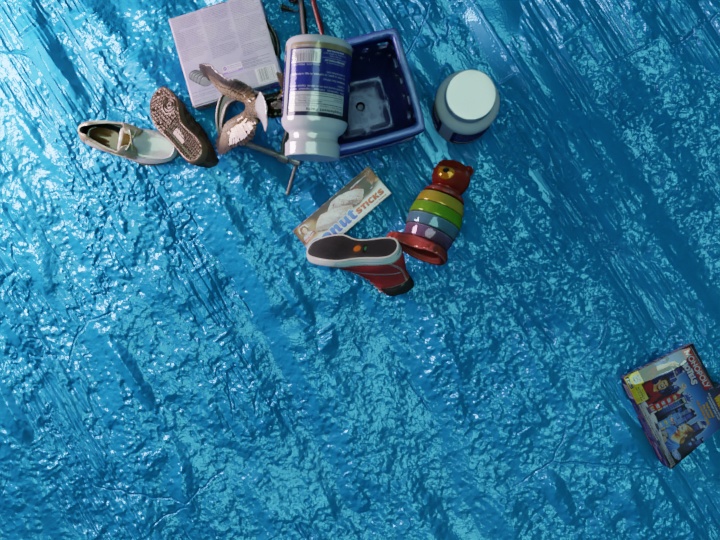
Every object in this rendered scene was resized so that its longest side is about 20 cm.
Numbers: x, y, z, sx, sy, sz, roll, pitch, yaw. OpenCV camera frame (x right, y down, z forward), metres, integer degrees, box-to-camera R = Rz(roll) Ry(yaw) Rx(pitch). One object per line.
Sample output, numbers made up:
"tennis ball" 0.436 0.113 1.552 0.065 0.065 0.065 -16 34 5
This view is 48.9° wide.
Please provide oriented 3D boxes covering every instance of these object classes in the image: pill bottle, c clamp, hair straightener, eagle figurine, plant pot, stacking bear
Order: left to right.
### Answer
"eagle figurine" -0.209 -0.302 1.456 0.200 0.151 0.152 -1 66 16
"c clamp" -0.200 -0.265 1.558 0.200 0.027 0.171 25 106 -2
"hair straightener" -0.128 -0.542 1.570 0.077 0.041 0.200 -14 90 2
"pill bottle" -0.077 -0.291 1.356 0.116 0.116 0.200 4 91 2
"plant pot" 0.002 -0.320 1.499 0.200 0.180 0.200 -15 90 3
"stacking bear" 0.152 -0.122 1.534 0.121 0.114 0.200 18 80 28
"pill bottle" 0.197 -0.309 1.482 0.120 0.200 0.120 0 91 2

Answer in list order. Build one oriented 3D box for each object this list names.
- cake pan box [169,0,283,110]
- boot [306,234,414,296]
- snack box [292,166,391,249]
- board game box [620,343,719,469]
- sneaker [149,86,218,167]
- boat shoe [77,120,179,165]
"cake pan box" -0.260 -0.435 1.572 0.200 0.052 0.184 -17 92 2
"boot" 0.000 0.000 1.550 0.200 0.144 0.072 4 53 24
"snack box" -0.037 -0.116 1.580 0.200 0.024 0.072 -40 92 2
"board game box" 0.638 0.249 1.543 0.200 0.062 0.200 -27 90 1
"sneaker" -0.351 -0.277 1.575 0.070 0.076 0.200 -38 68 12
"boat shoe" -0.462 -0.254 1.572 0.200 0.068 0.075 8 91 2
